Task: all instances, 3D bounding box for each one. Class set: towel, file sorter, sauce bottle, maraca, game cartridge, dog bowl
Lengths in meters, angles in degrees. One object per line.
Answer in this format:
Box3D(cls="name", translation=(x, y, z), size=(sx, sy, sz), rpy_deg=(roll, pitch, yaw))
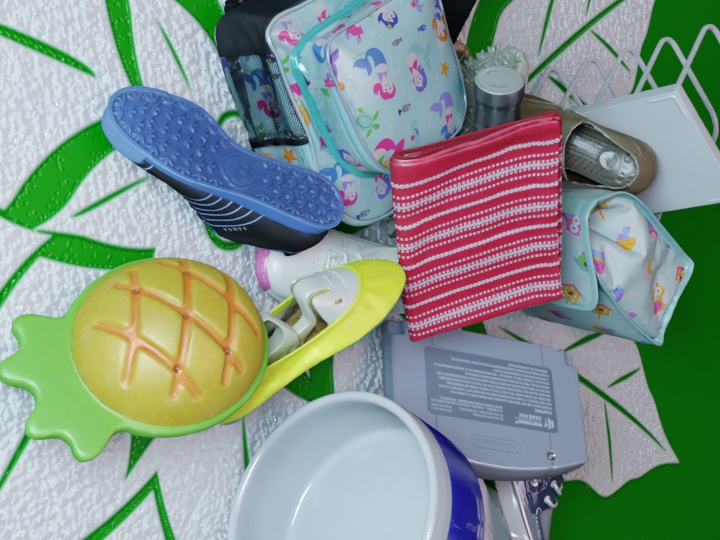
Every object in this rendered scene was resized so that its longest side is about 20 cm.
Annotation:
Box3D(cls="towel", translation=(0.099, -0.032, 1.135), size=(0.144, 0.023, 0.200), rpy_deg=(-16, 132, -9))
Box3D(cls="file sorter", translation=(0.277, -0.146, 1.410), size=(0.139, 0.200, 0.125), rpy_deg=(52, 50, -28))
Box3D(cls="sauce bottle", translation=(0.109, -0.075, 1.161), size=(0.065, 0.065, 0.200), rpy_deg=(-47, 149, -37))
Box3D(cls="maraca", translation=(-0.156, 0.060, 0.997), size=(0.200, 0.107, 0.137), rpy_deg=(-21, 70, -32))
Box3D(cls="game cartridge", translation=(0.111, 0.122, 1.272), size=(0.199, 0.040, 0.134), rpy_deg=(12, 55, -22))
Box3D(cls="dog bowl", translation=(-0.005, 0.201, 1.101), size=(0.079, 0.200, 0.201), rpy_deg=(36, 65, -46))

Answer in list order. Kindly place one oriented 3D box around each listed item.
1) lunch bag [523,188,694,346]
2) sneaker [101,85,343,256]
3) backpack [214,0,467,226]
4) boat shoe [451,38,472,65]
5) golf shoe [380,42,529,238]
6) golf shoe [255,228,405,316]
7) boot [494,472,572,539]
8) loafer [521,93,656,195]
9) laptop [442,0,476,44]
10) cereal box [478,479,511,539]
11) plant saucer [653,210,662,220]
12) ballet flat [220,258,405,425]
Box3D(cls="lunch bag", translation=(0.197, -0.020, 1.346), size=(0.200, 0.170, 0.122), rpy_deg=(36, 74, -44))
Box3D(cls="sneaker", translation=(-0.114, -0.067, 1.068), size=(0.200, 0.078, 0.070), rpy_deg=(28, 53, -19))
Box3D(cls="backpack", translation=(-0.006, -0.140, 1.138), size=(0.177, 0.150, 0.201), rpy_deg=(-37, 125, -35))
Box3D(cls="boat shoe", translation=(0.076, -0.120, 1.284), size=(0.071, 0.066, 0.202), rpy_deg=(-12, 116, -10))
Box3D(cls="golf shoe", translation=(0.099, -0.104, 1.232), size=(0.097, 0.078, 0.200), rpy_deg=(17, 113, -41))
Box3D(cls="golf shoe", translation=(0.000, 0.000, 1.185), size=(0.200, 0.091, 0.076), rpy_deg=(6, 88, -47))
Box3D(cls="boot", translation=(0.177, 0.201, 1.356), size=(0.073, 0.090, 0.201), rpy_deg=(-48, 122, -83))
Box3D(cls="loafer", translation=(0.184, -0.123, 1.321), size=(0.067, 0.199, 0.076), rpy_deg=(-25, 129, -82))
Box3D(cls="laptop", translation=(0.039, -0.328, 1.205), size=(0.200, 0.103, 0.178), rpy_deg=(29, 64, -2))
Box3D(cls="cereal box", translation=(0.066, 0.284, 1.304), size=(0.200, 0.039, 0.144), rpy_deg=(-49, 125, -36))
Box3D(cls="plant saucer", translation=(0.292, -0.030, 1.509), size=(0.201, 0.039, 0.202), rpy_deg=(17, 90, -81))
Box3D(cls="ballet flat", translation=(-0.051, 0.044, 1.095), size=(0.200, 0.067, 0.067), rpy_deg=(-37, 136, -9))
